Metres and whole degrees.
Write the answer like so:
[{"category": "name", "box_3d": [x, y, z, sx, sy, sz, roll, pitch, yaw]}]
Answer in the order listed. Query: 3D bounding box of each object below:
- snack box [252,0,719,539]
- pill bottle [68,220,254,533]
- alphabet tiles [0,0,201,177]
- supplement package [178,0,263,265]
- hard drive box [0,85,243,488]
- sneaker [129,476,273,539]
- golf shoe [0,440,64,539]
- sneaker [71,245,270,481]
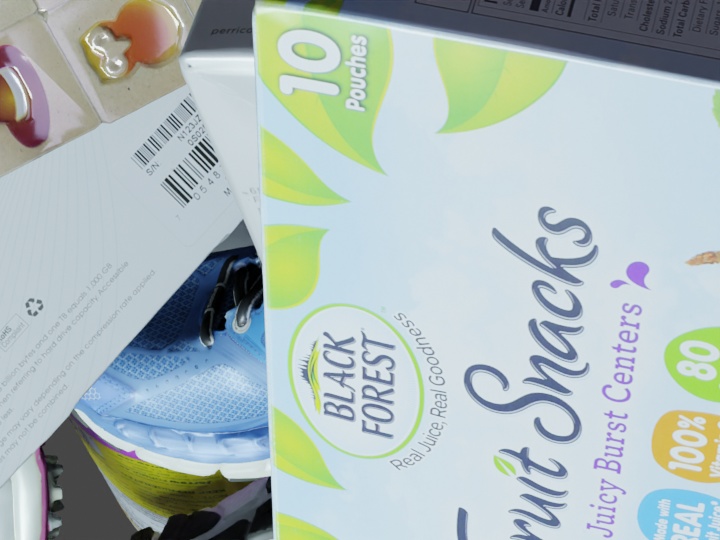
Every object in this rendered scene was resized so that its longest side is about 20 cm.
[{"category": "snack box", "box_3d": [0.053, 0.012, 0.570, 0.141, 0.053, 0.201, 12, 143, 10]}, {"category": "pill bottle", "box_3d": [-0.043, 0.041, 0.971, 0.104, 0.105, 0.200, 10, 159, 11]}, {"category": "alphabet tiles", "box_3d": [-0.093, -0.128, 0.692, 0.166, 0.008, 0.201, -26, 111, 4]}, {"category": "supplement package", "box_3d": [0.054, -0.079, 0.666, 0.119, 0.201, 0.122, 1, 140, 21]}, {"category": "hard drive box", "box_3d": [-0.134, -0.056, 0.764, 0.200, 0.156, 0.077, 45, 173, -24]}, {"category": "sneaker", "box_3d": [0.000, 0.100, 0.867, 0.199, 0.078, 0.091, -27, 106, 23]}, {"category": "golf shoe", "box_3d": [-0.142, 0.016, 0.862, 0.091, 0.201, 0.075, -11, -178, -16]}, {"category": "sneaker", "box_3d": [0.000, 0.000, 0.808, 0.199, 0.079, 0.089, -9, 136, 17]}]
